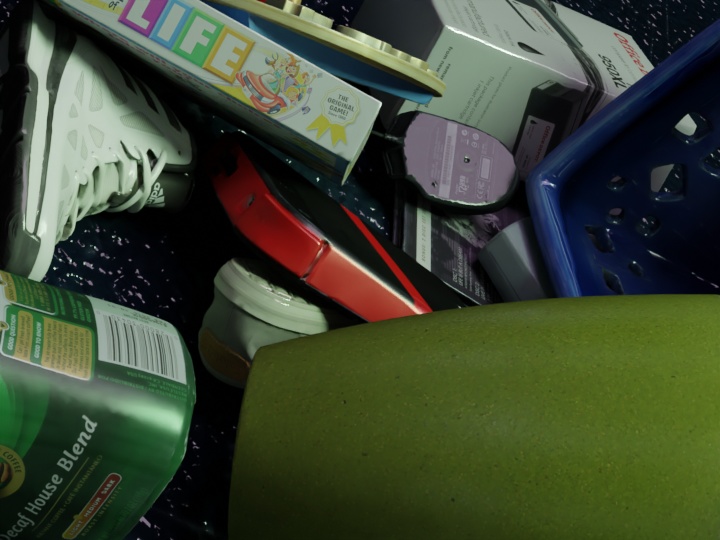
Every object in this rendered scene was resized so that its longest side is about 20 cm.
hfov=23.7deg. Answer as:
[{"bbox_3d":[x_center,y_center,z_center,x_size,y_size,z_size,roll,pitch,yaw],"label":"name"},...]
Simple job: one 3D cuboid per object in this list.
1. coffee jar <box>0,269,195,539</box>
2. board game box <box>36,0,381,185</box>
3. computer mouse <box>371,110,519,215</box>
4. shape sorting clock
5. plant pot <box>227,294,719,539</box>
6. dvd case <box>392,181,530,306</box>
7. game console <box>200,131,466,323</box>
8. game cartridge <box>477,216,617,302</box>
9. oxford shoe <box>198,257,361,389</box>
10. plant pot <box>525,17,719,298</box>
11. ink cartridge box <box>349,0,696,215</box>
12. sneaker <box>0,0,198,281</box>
[{"bbox_3d":[-0.169,0.039,0.643,0.199,0.104,0.086,23,33,-29],"label":"coffee jar"},{"bbox_3d":[-0.086,-0.112,0.889,0.199,0.034,0.134,29,-3,-2],"label":"board game box"},{"bbox_3d":[0.006,-0.077,1.050,0.199,0.034,0.059,18,68,-17],"label":"computer mouse"},{"bbox_3d":[-0.043,-0.141,0.986,0.199,0.039,0.200,18,6,-2],"label":"shape sorting clock"},{"bbox_3d":[0.047,0.092,0.754,0.198,0.188,0.188,7,34,4],"label":"plant pot"},{"bbox_3d":[0.103,-0.002,1.103,0.199,0.016,0.149,32,34,-21],"label":"dvd case"},{"bbox_3d":[0.000,0.000,0.899,0.176,0.031,0.200,37,7,-20],"label":"game console"},{"bbox_3d":[0.161,0.023,1.093,0.199,0.041,0.134,2,54,-49],"label":"game cartridge"},{"bbox_3d":[-0.021,0.037,0.874,0.075,0.058,0.200,32,9,27],"label":"oxford shoe"},{"bbox_3d":[0.240,-0.008,1.007,0.179,0.200,0.201,31,32,-35],"label":"plant pot"},{"bbox_3d":[0.106,-0.128,1.153,0.199,0.085,0.145,19,28,-24],"label":"ink cartridge box"},{"bbox_3d":[-0.127,-0.049,0.830,0.115,0.076,0.201,26,32,-24],"label":"sneaker"}]
